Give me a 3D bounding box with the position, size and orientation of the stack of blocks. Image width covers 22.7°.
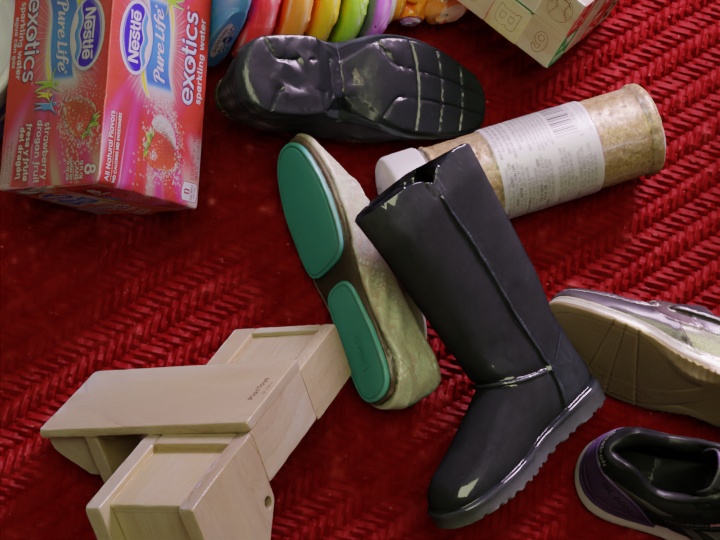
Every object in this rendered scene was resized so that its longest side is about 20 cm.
[{"bbox_3d":[0.092,-0.245,1.286,0.199,0.059,0.115,39,39,8],"label":"stack of blocks"}]

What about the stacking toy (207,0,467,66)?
[{"bbox_3d":[-0.015,-0.197,1.275,0.198,0.116,0.111,5,67,-19],"label":"stacking toy"}]

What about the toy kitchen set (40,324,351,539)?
[{"bbox_3d":[-0.101,0.161,1.162,0.162,0.182,0.200,-4,28,30],"label":"toy kitchen set"}]

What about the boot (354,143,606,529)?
[{"bbox_3d":[0.059,0.041,1.165,0.165,0.065,0.201,-40,108,-36],"label":"boot"}]

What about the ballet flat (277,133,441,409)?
[{"bbox_3d":[0.000,0.000,1.230,0.062,0.067,0.202,-10,76,-37],"label":"ballet flat"}]

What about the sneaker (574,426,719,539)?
[{"bbox_3d":[0.244,0.153,1.183,0.198,0.088,0.077,14,70,-2],"label":"sneaker"}]

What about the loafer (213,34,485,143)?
[{"bbox_3d":[-0.007,-0.124,1.256,0.198,0.072,0.074,7,77,-26],"label":"loafer"}]

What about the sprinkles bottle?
[{"bbox_3d":[0.112,-0.072,1.253,0.198,0.068,0.069,-17,74,-12],"label":"sprinkles bottle"}]

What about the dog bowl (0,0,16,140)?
[{"bbox_3d":[-0.321,-0.162,1.228,0.198,0.079,0.202,2,71,-6],"label":"dog bowl"}]

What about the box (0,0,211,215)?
[{"bbox_3d":[-0.166,-0.143,1.193,0.095,0.099,0.202,-2,81,36],"label":"box"}]

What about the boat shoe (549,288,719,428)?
[{"bbox_3d":[0.221,0.056,1.227,0.198,0.072,0.065,19,46,13],"label":"boat shoe"}]
